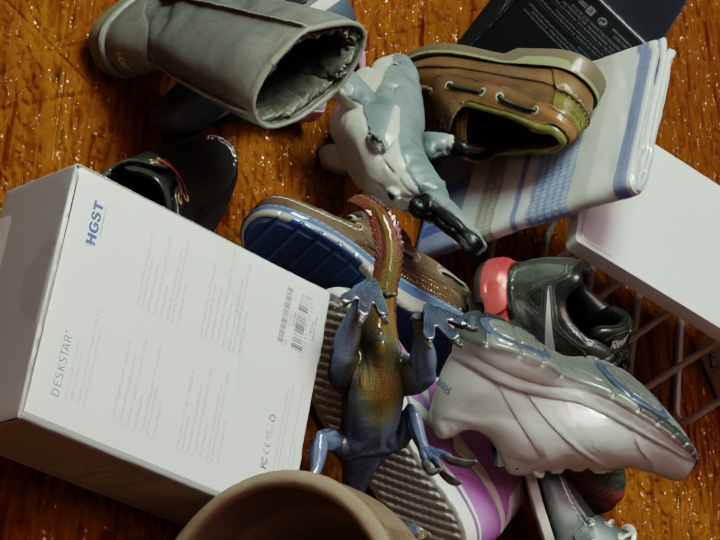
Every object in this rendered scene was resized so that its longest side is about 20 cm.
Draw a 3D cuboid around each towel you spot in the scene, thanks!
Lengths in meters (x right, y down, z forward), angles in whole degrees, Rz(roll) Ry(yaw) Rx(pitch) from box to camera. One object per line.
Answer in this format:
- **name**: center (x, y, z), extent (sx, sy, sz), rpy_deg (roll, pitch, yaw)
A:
- **towel**: center (0.131, -0.083, 1.433), extent (0.024, 0.199, 0.147), rpy_deg (43, 45, -31)

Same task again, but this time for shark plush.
- **shark plush**: center (0.036, -0.088, 1.375), extent (0.083, 0.091, 0.200), rpy_deg (-14, 33, -19)

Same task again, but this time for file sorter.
- **file sorter**: center (0.206, 0.004, 1.486), extent (0.199, 0.124, 0.139), rpy_deg (30, 46, -19)

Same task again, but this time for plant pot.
- **plant pot**: center (-0.002, 0.228, 1.142), extent (0.174, 0.200, 0.201), rpy_deg (24, 47, -46)

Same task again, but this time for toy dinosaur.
- **toy dinosaur**: center (0.020, 0.089, 1.256), extent (0.104, 0.182, 0.201), rpy_deg (10, 45, -3)

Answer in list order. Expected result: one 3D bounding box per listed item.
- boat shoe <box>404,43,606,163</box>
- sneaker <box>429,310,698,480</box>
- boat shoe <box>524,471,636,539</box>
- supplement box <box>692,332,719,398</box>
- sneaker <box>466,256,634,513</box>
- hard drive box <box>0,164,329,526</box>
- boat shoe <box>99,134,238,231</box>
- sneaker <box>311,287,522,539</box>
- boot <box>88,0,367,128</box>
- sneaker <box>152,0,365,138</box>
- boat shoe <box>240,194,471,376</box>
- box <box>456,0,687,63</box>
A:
- **boat shoe**: center (0.080, -0.117, 1.437), extent (0.072, 0.199, 0.068), rpy_deg (45, 60, -33)
- **sneaker**: center (0.131, 0.097, 1.308), extent (0.199, 0.087, 0.075), rpy_deg (24, 15, -19)
- **boat shoe**: center (0.160, 0.197, 1.341), extent (0.073, 0.061, 0.201), rpy_deg (52, 18, -79)
- **supplement box**: center (0.353, 0.109, 1.530), extent (0.073, 0.126, 0.201), rpy_deg (-3, 62, -40)
- **sneaker**: center (0.152, 0.077, 1.384), extent (0.201, 0.097, 0.071), rpy_deg (67, 28, -13)
- **hard drive box**: center (-0.125, 0.052, 1.178), extent (0.200, 0.077, 0.157), rpy_deg (29, 61, -36)
- **boat shoe**: center (-0.137, -0.038, 1.293), extent (0.074, 0.063, 0.201), rpy_deg (48, 42, 2)
- **sneaker**: center (0.039, 0.093, 1.341), extent (0.114, 0.072, 0.201), rpy_deg (-28, 91, -49)
- **boot**: center (-0.069, -0.172, 1.321), extent (0.182, 0.200, 0.073), rpy_deg (-51, 124, -21)
- **sneaker**: center (-0.062, -0.131, 1.413), extent (0.200, 0.070, 0.082), rpy_deg (-41, 112, -37)
- **boat shoe**: center (0.000, 0.000, 1.375), extent (0.200, 0.072, 0.073), rpy_deg (35, 40, -28)
- **box**: center (0.169, -0.202, 1.557), extent (0.104, 0.182, 0.200), rpy_deg (43, 45, -6)
